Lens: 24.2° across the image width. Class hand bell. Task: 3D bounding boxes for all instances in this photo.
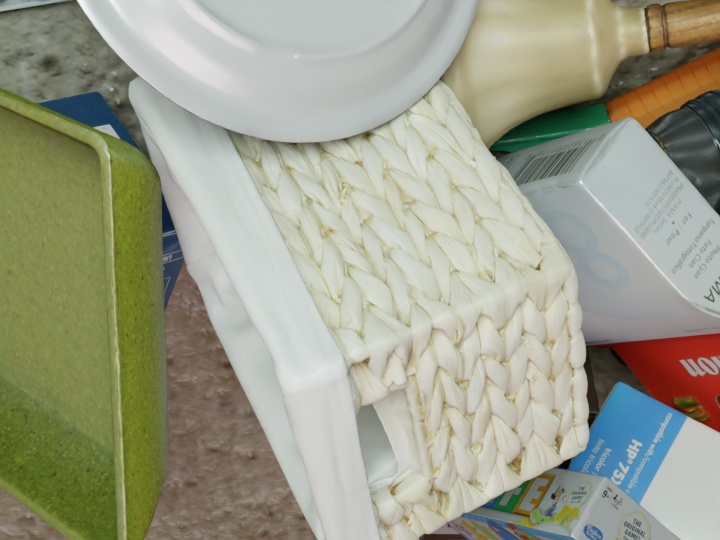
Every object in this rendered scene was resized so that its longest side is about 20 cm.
[{"bbox_3d":[0.139,-0.108,0.744,0.200,0.104,0.104,-5,137,10],"label":"hand bell"}]

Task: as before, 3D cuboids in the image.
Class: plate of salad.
[{"bbox_3d":[-0.038,-0.147,0.662,0.200,0.200,0.048,25,160,-27],"label":"plate of salad"}]

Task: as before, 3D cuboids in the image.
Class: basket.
[{"bbox_3d":[0.000,0.000,0.704,0.123,0.200,0.136,-23,137,-10],"label":"basket"}]

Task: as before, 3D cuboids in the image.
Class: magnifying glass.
[{"bbox_3d":[0.112,-0.066,0.860,0.200,0.022,0.080,-27,135,20],"label":"magnifying glass"}]

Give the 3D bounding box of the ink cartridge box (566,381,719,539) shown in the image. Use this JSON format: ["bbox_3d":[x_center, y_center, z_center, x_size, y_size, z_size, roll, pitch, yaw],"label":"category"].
[{"bbox_3d":[0.203,0.147,0.863,0.200,0.067,0.116,28,163,17],"label":"ink cartridge box"}]

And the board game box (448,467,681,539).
[{"bbox_3d":[0.141,0.166,0.853,0.200,0.034,0.134,41,161,-23],"label":"board game box"}]

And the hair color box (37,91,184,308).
[{"bbox_3d":[-0.158,0.017,0.864,0.060,0.100,0.200,-17,147,-36],"label":"hair color box"}]

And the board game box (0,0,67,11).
[{"bbox_3d":[-0.163,-0.187,0.711,0.200,0.026,0.200,-8,136,5],"label":"board game box"}]

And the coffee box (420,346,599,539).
[{"bbox_3d":[0.073,0.101,0.967,0.080,0.113,0.200,2,137,-6],"label":"coffee box"}]

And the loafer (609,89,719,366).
[{"bbox_3d":[0.146,-0.013,0.865,0.072,0.073,0.200,-17,144,-16],"label":"loafer"}]

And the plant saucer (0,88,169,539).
[{"bbox_3d":[-0.148,0.006,0.759,0.048,0.200,0.200,-19,120,-38],"label":"plant saucer"}]

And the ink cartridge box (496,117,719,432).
[{"bbox_3d":[0.133,0.025,0.798,0.200,0.047,0.160,48,157,-14],"label":"ink cartridge box"}]

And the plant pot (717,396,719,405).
[{"bbox_3d":[0.257,0.061,0.911,0.187,0.187,0.200,15,150,-18],"label":"plant pot"}]
